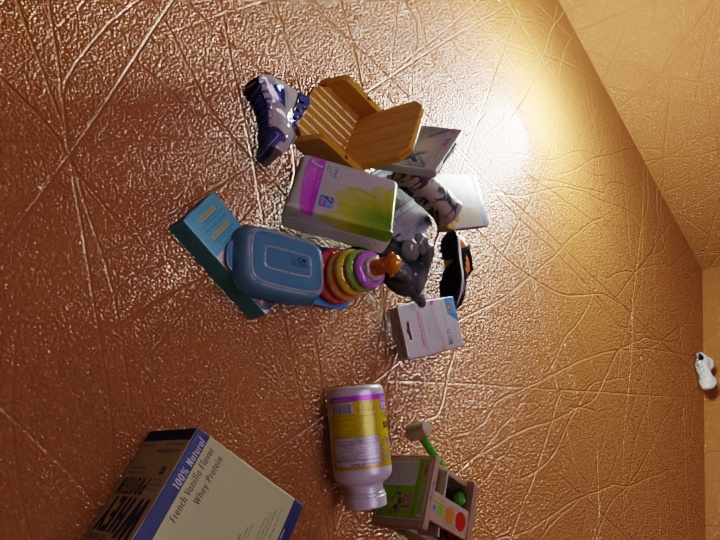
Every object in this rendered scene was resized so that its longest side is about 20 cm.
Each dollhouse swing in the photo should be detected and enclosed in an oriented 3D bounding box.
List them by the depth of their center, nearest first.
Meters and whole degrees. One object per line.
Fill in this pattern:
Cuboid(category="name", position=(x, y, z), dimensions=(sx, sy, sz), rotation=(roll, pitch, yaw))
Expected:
Cuboid(category="dollhouse swing", position=(0.000, -0.309, 1.137), dimensions=(0.182, 0.175, 0.201), rotation=(39, 52, -28))

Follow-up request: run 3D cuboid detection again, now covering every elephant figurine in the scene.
Cuboid(category="elephant figurine", position=(0.040, -0.032, 1.136), dimensions=(0.141, 0.199, 0.156), rotation=(22, 84, -57))

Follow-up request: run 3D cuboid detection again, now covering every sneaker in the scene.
Cuboid(category="sneaker", position=(-0.172, -0.290, 1.036), dimensions=(0.115, 0.080, 0.200), rotation=(38, 45, -27))
Cuboid(category="sneaker", position=(0.244, 0.005, 1.361), dimensions=(0.090, 0.070, 0.201), rotation=(22, 60, -36))
Cuboid(category="sneaker", position=(1.598, 0.471, 2.619), dimensions=(0.087, 0.074, 0.201), rotation=(38, 44, -16))

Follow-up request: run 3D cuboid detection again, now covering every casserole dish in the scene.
Cuboid(category="casserole dish", position=(-0.129, -0.010, 0.931), dimensions=(0.199, 0.039, 0.122), rotation=(16, 65, -44))

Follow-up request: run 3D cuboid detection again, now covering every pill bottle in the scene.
Cuboid(category="pill bottle", position=(-0.001, 0.304, 0.979), dimensions=(0.104, 0.104, 0.201), rotation=(7, 72, -44))

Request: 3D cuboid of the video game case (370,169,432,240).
Cuboid(category="video game case", position=(0.075, -0.145, 1.274), dimensions=(0.200, 0.023, 0.183), rotation=(-37, 104, -45))

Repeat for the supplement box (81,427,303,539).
Cuboid(category="supplement box", position=(-0.218, 0.343, 0.718), dimensions=(0.200, 0.134, 0.201), rotation=(46, 48, -25))

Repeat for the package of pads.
Cuboid(category="package of pads", position=(-0.034, -0.126, 1.041), dimensions=(0.199, 0.068, 0.155), rotation=(16, 46, -6))

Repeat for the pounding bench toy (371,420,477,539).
Cuboid(category="pounding bench toy", position=(0.138, 0.409, 1.072), dimensions=(0.156, 0.124, 0.201), rotation=(39, 51, -30))

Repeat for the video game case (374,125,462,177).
Cuboid(category="video game case", position=(0.101, -0.270, 1.230), dimensions=(0.183, 0.199, 0.022), rotation=(-56, 149, -41))

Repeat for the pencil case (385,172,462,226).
Cuboid(category="pencil case", position=(0.150, -0.178, 1.284), dimensions=(0.200, 0.089, 0.078), rotation=(36, 63, -35))

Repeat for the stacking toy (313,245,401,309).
Cuboid(category="stacking toy", position=(0.000, 0.000, 1.012), dimensions=(0.109, 0.199, 0.117), rotation=(13, 72, -42))

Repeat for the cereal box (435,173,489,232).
Cuboid(category="cereal box", position=(0.253, -0.176, 1.456), dimensions=(0.199, 0.039, 0.145), rotation=(-7, 82, -47))

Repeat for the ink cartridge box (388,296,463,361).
Cuboid(category="ink cartridge box", position=(0.130, 0.125, 1.203), dimensions=(0.199, 0.068, 0.116), rotation=(-4, 79, -47))

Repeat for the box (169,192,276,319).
Cuboid(category="box", position=(-0.209, -0.021, 0.916), dimensions=(0.200, 0.049, 0.082), rotation=(52, 46, -20))
